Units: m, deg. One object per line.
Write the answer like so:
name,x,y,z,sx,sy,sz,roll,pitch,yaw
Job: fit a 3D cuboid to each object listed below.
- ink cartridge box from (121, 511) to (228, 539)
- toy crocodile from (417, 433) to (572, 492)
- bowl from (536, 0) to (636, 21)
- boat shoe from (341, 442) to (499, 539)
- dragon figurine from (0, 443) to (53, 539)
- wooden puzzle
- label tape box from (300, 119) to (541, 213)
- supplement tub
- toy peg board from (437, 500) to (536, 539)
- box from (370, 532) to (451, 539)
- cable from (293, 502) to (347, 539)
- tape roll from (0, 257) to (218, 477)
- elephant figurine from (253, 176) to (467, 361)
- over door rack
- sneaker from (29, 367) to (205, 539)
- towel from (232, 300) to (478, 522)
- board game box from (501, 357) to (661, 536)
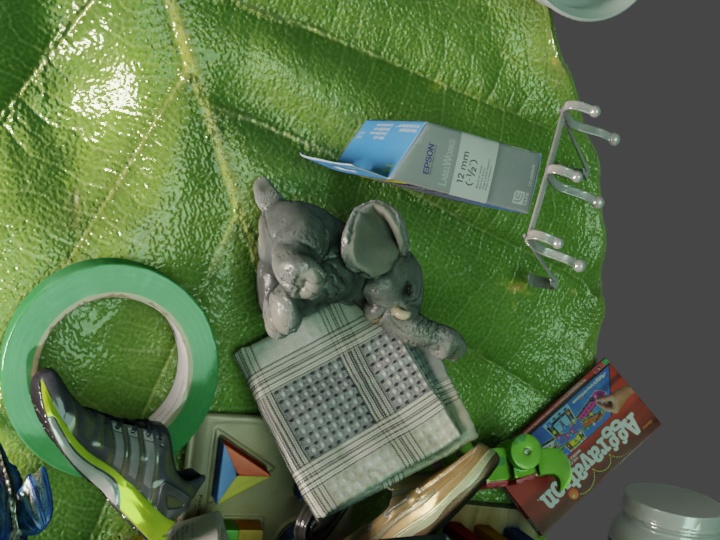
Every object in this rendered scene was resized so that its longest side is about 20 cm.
ink cartridge box,-0.201,0.343,0.867,0.197,0.145,0.150,-16,104,-7
toy crocodile,0.138,0.218,1.046,0.196,0.068,0.063,0,73,-12
bowl,0.219,-0.365,1.000,0.198,0.090,0.205,-4,99,-24
boat shoe,0.055,0.239,0.976,0.200,0.072,0.076,-46,70,10
dragon figurine,-0.309,0.207,0.834,0.058,0.099,0.204,-4,84,-41
wooden puzzle,-0.090,0.246,0.977,0.197,0.046,0.189,6,95,-25
label tape box,0.057,-0.112,0.936,0.197,0.143,0.067,13,94,-25
supplement tub,0.367,0.376,1.146,0.142,0.144,0.204,4,96,-24
toy peg board,0.120,0.373,1.062,0.196,0.098,0.204,12,93,-25
box,0.013,0.323,0.885,0.141,0.079,0.199,-48,150,13
cable,-0.006,0.203,0.991,0.201,0.050,0.098,-52,144,-20
tape roll,-0.235,0.092,0.889,0.197,0.048,0.204,-4,100,-24
elephant figurine,0.000,0.000,0.938,0.196,0.142,0.158,-3,114,-17
over door rack,0.220,-0.069,0.981,0.066,0.200,0.150,16,80,15
sneaker,-0.219,0.155,0.848,0.081,0.073,0.201,-44,119,-19
towel,-0.001,0.123,0.955,0.198,0.035,0.194,-24,72,-20
board game box,0.251,0.205,1.111,0.199,0.019,0.103,-38,81,-14
